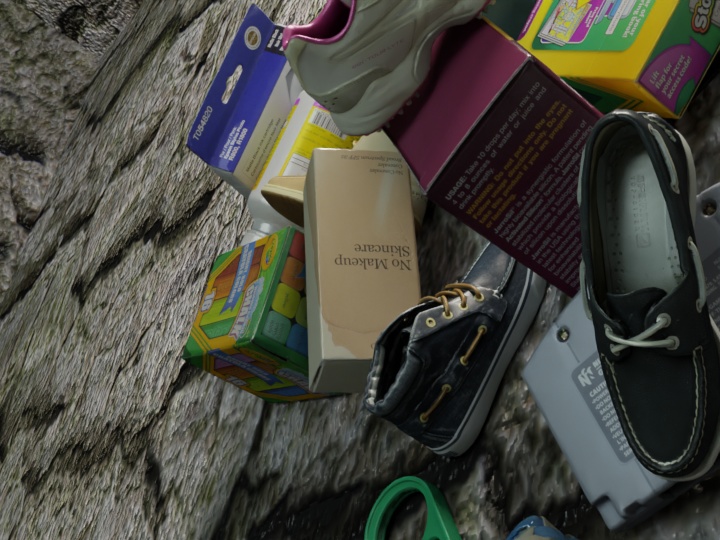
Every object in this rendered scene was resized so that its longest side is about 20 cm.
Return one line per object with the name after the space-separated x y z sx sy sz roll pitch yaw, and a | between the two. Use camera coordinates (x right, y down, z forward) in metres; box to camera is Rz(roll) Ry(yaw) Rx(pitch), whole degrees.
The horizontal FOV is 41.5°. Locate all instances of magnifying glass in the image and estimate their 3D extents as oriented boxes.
0.060 0.205 0.680 0.080 0.022 0.199 -63 25 -7 | magnifying glass

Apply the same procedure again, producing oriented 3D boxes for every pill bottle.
-0.065 -0.101 1.102 0.104 0.104 0.202 9 71 61 | pill bottle

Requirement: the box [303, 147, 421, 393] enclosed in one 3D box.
0.000 0.000 0.831 0.078 0.093 0.203 112 156 -62 | box

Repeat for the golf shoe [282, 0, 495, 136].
0.032 -0.182 0.591 0.201 0.091 0.075 -52 27 4 | golf shoe

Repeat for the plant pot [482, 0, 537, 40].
0.098 -0.233 0.887 0.199 0.198 0.137 -13 79 55 | plant pot

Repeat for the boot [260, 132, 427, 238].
-0.001 -0.117 0.996 0.198 0.073 0.157 8 67 37 | boot

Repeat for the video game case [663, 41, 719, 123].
0.251 -0.219 0.758 0.181 0.025 0.201 -49 29 21 | video game case

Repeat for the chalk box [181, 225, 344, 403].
-0.068 0.046 0.940 0.199 0.123 0.126 -19 48 53 | chalk box

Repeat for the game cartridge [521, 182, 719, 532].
0.190 0.041 0.552 0.200 0.040 0.134 -45 54 27 | game cartridge

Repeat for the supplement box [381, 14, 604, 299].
0.124 -0.066 0.634 0.104 0.199 0.131 -50 29 16 | supplement box

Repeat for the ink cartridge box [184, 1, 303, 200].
-0.102 -0.183 1.149 0.040 0.200 0.202 13 73 36 | ink cartridge box

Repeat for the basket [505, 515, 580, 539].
0.077 0.244 0.475 0.176 0.138 0.201 -45 21 25 | basket

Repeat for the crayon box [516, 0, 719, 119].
0.217 -0.221 0.728 0.202 0.058 0.172 -61 28 -1 | crayon box

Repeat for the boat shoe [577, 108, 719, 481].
0.153 0.013 0.517 0.075 0.060 0.204 -15 77 34 | boat shoe

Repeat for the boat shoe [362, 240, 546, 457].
0.076 0.036 0.736 0.071 0.090 0.203 0 63 59 | boat shoe
